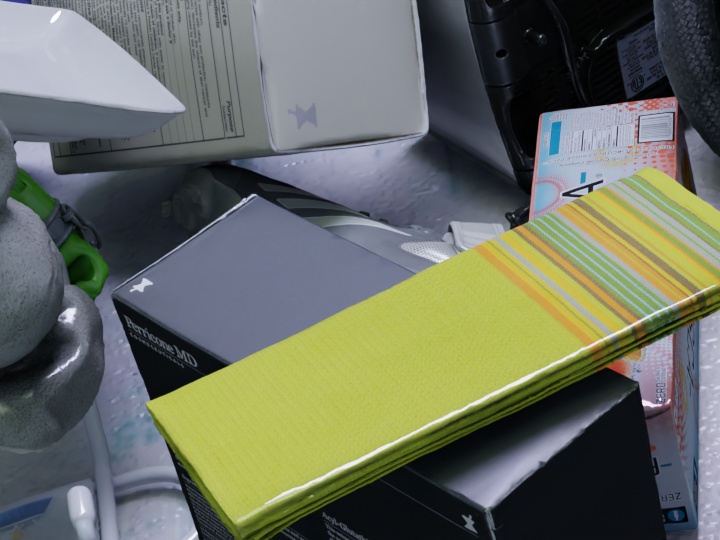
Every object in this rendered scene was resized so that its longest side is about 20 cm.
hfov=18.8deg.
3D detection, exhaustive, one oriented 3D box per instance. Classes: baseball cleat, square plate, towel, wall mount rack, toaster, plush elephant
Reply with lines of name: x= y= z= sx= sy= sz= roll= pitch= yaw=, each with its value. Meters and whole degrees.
baseball cleat: x=0.000 y=0.000 z=0.961 sx=0.106 sy=0.070 sz=0.200 roll=-19 pitch=36 yaw=-29
square plate: x=-0.193 y=-0.088 z=0.896 sx=0.198 sy=0.028 sz=0.200 roll=4 pitch=16 yaw=-22
towel: x=0.034 y=0.024 z=0.715 sx=0.200 sy=0.018 sz=0.086 roll=-25 pitch=32 yaw=-14
wall mount rack: x=-0.166 y=0.084 z=0.900 sx=0.200 sy=0.075 sz=0.174 roll=-17 pitch=36 yaw=-1
toaster: x=0.092 y=-0.147 z=1.005 sx=0.200 sy=0.181 sz=0.119 roll=-33 pitch=37 yaw=-21
plush elephant: x=-0.185 y=0.010 z=0.821 sx=0.155 sy=0.165 sz=0.200 roll=-34 pitch=49 yaw=-26

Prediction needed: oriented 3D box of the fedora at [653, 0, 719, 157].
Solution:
fedora: x=0.203 y=-0.110 z=0.949 sx=0.200 sy=0.201 sz=0.092 roll=-32 pitch=10 yaw=-18

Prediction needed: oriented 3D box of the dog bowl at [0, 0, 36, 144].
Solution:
dog bowl: x=-0.258 y=-0.116 z=1.083 sx=0.200 sy=0.200 sz=0.079 roll=4 pitch=40 yaw=26

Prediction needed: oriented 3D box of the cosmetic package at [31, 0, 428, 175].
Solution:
cosmetic package: x=-0.065 y=-0.100 z=0.999 sx=0.087 sy=0.103 sz=0.200 roll=-8 pitch=6 yaw=-34

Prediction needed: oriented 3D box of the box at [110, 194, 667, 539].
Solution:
box: x=0.013 y=0.075 z=0.786 sx=0.079 sy=0.141 sz=0.200 roll=-38 pitch=43 yaw=-25

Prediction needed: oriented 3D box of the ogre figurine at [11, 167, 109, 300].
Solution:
ogre figurine: x=-0.219 y=-0.031 z=0.987 sx=0.200 sy=0.120 sz=0.098 roll=17 pitch=48 yaw=36

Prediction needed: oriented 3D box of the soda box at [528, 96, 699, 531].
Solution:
soda box: x=0.102 y=0.015 z=0.885 sx=0.064 sy=0.068 sz=0.200 roll=-6 pitch=38 yaw=15
